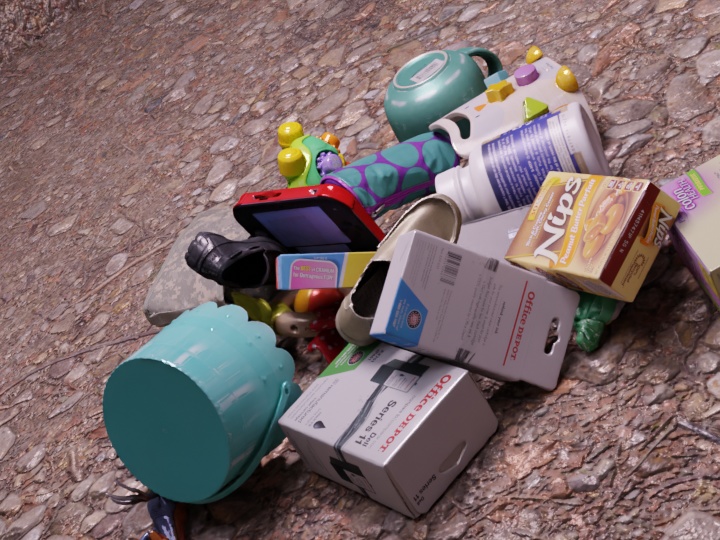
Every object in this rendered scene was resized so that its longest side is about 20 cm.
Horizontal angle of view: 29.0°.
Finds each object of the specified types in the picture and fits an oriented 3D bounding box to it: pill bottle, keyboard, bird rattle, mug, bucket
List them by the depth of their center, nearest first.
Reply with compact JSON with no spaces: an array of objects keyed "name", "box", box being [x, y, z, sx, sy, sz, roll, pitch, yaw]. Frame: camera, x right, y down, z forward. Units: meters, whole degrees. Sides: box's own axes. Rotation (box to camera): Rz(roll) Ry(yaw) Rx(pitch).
[{"name":"bucket","box":[-0.182,0.152,1.565,0.205,0.210,0.135,-9,17,35]},{"name":"keyboard","box":[0.195,-0.019,1.618,0.197,0.021,0.129,-15,55,14]},{"name":"pill bottle","box":[0.198,-0.113,1.698,0.198,0.120,0.120,-22,31,17]},{"name":"bird rattle","box":[-0.058,0.049,1.736,0.198,0.114,0.163,-9,21,30]},{"name":"mug","box":[0.113,-0.250,1.983,0.150,0.115,0.186,-15,34,27]}]

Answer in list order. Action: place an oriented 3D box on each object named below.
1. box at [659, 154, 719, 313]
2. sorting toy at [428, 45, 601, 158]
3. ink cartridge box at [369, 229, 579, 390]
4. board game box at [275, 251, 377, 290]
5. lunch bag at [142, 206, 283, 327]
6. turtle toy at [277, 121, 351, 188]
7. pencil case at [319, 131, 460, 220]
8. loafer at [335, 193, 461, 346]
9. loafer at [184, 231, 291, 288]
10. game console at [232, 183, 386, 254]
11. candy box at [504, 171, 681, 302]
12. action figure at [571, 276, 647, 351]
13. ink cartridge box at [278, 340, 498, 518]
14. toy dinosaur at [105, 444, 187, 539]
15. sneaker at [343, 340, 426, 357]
[{"name":"box","box":[0.426,-0.053,1.417,0.198,0.097,0.177,-28,30,6]},{"name":"sorting toy","box":[0.187,-0.201,1.818,0.178,0.108,0.200,-23,29,-9]},{"name":"ink cartridge box","box":[0.122,0.047,1.484,0.067,0.198,0.117,159,130,-74]},{"name":"board game box","box":[0.000,0.000,1.649,0.197,0.041,0.153,-2,0,-6]},{"name":"lunch bag","box":[-0.187,0.007,1.893,0.162,0.118,0.201,-9,33,39]},{"name":"turtle toy","box":[-0.058,-0.116,1.949,0.099,0.147,0.201,-7,34,1]},{"name":"pencil case","box":[0.042,-0.116,1.827,0.199,0.086,0.092,-27,50,-35]},{"name":"loafer","box":[0.048,-0.003,1.540,0.201,0.075,0.068,-55,-2,-12]},{"name":"loafer","box":[-0.139,-0.004,1.729,0.070,0.200,0.069,39,104,27]},{"name":"game console","box":[-0.053,-0.040,1.776,0.198,0.177,0.031,-2,49,41]},{"name":"candy box","box":[0.245,-0.040,1.491,0.116,0.055,0.200,-61,24,-6]},{"name":"action figure","box":[0.273,0.001,1.519,0.117,0.055,0.202,-9,47,50]},{"name":"ink cartridge box","box":[0.028,0.163,1.495,0.147,0.084,0.199,-46,33,-22]},{"name":"toy dinosaur","box":[-0.225,0.260,1.601,0.199,0.106,0.181,-33,47,-21]},{"name":"sneaker","box":[0.066,0.078,1.598,0.198,0.076,0.091,-19,36,24]}]
